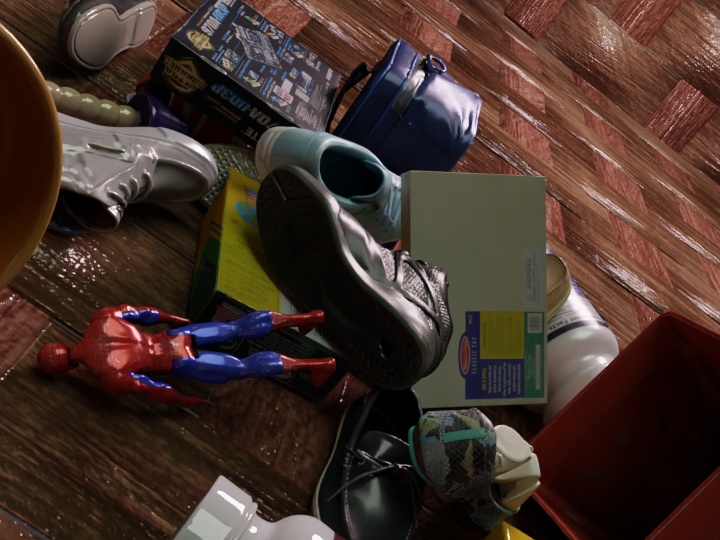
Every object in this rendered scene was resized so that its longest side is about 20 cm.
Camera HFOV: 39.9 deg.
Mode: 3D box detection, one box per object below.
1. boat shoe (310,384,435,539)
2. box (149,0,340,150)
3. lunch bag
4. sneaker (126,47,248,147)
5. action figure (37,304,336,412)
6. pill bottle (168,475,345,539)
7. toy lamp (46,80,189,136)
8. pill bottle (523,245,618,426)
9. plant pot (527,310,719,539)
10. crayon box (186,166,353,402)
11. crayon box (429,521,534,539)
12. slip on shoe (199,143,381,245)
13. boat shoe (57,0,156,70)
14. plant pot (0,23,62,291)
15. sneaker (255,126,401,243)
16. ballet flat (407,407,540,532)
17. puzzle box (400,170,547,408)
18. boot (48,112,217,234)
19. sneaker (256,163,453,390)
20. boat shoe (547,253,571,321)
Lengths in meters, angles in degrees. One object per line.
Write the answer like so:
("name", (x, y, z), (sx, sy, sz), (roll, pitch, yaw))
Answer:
("boat shoe", (0.012, 0.146, 0.691), (0.074, 0.062, 0.201), (35, 26, -12))
("box", (-0.101, -0.188, 0.950), (0.158, 0.046, 0.201), (34, 26, -13))
("lunch bag", (0.027, -0.136, 1.020), (0.131, 0.201, 0.136), (32, 31, -8))
("sneaker", (-0.181, -0.199, 0.991), (0.112, 0.071, 0.201), (21, 33, -41))
("action figure", (-0.114, 0.056, 0.660), (0.198, 0.052, 0.066), (3, 65, -35))
("pill bottle", (-0.019, 0.200, 0.496), (0.199, 0.113, 0.113), (38, 25, 0))
("toy lamp", (-0.235, -0.138, 0.835), (0.198, 0.058, 0.058), (11, 36, -41))
("pill bottle", (0.186, 0.069, 0.995), (0.115, 0.116, 0.201), (15, 35, -41))
("plant pot", (0.274, 0.184, 0.802), (0.176, 0.200, 0.200), (47, -1, -18))
("crayon box", (-0.072, 0.005, 0.823), (0.126, 0.051, 0.201), (30, 27, -20))
("crayon box", (0.140, 0.262, 0.685), (0.199, 0.052, 0.126), (33, 25, -13))
("slip on shoe", (-0.073, -0.060, 0.928), (0.198, 0.075, 0.061), (21, -5, -23))
("boat shoe", (-0.261, -0.242, 0.972), (0.056, 0.068, 0.200), (22, 21, 2))
("plant pot", (-0.289, -0.087, 0.537), (0.199, 0.202, 0.183), (11, 21, -45))
("sneaker", (0.002, -0.065, 0.858), (0.081, 0.075, 0.199), (16, -1, 44))
("ballet flat", (0.096, 0.146, 0.721), (0.074, 0.074, 0.200), (52, 5, 28))
("puzzle box", (0.098, 0.017, 0.860), (0.131, 0.203, 0.025), (1, -3, -19))
("boot", (-0.193, -0.062, 0.763), (0.198, 0.074, 0.096), (8, 44, -35))
("sneaker", (0.000, 0.000, 0.787), (0.200, 0.076, 0.114), (48, 22, 13))
("boat shoe", (0.115, 0.025, 0.913), (0.198, 0.067, 0.074), (-23, 48, -23))
